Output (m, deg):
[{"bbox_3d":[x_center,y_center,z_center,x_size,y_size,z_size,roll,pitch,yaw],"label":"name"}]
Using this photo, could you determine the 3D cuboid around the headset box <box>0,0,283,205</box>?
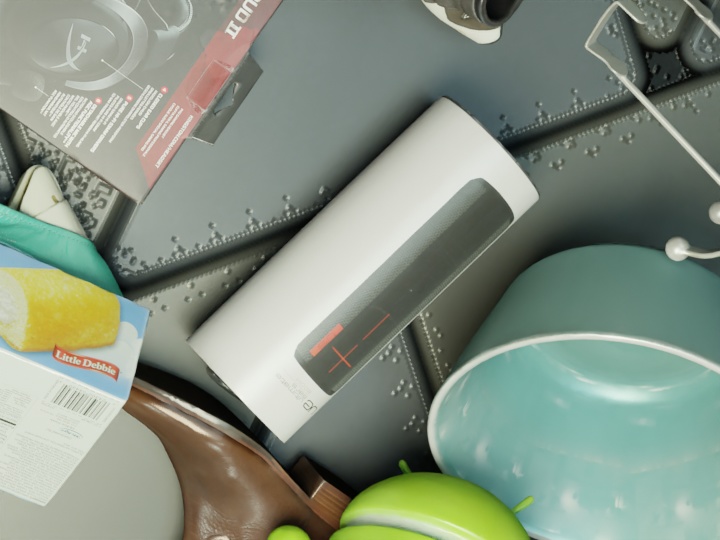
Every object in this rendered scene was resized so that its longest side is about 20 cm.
[{"bbox_3d":[-0.143,-0.141,1.328,0.200,0.077,0.149,34,90,-17],"label":"headset box"}]

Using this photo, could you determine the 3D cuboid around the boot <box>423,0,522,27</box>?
[{"bbox_3d":[0.056,-0.222,1.319,0.070,0.132,0.200,32,72,-59],"label":"boot"}]

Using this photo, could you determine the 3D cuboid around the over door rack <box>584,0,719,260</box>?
[{"bbox_3d":[0.203,-0.067,1.383,0.067,0.148,0.200,-33,90,34],"label":"over door rack"}]

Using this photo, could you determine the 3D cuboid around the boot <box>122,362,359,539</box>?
[{"bbox_3d":[-0.113,0.170,1.397,0.186,0.064,0.200,35,94,-18],"label":"boot"}]

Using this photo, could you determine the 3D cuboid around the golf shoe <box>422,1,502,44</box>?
[{"bbox_3d":[0.111,-0.207,1.384,0.200,0.078,0.095,-38,109,6],"label":"golf shoe"}]

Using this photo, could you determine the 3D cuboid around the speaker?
[{"bbox_3d":[0.000,0.000,1.385,0.200,0.081,0.081,-43,106,-4],"label":"speaker"}]

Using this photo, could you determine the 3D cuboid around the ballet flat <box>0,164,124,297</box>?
[{"bbox_3d":[-0.200,-0.033,1.341,0.200,0.067,0.070,25,79,-18],"label":"ballet flat"}]

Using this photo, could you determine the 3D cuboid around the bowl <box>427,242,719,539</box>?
[{"bbox_3d":[0.143,0.059,1.388,0.201,0.201,0.105,27,50,-16],"label":"bowl"}]

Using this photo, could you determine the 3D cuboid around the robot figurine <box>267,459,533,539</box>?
[{"bbox_3d":[0.024,0.195,1.347,0.175,0.116,0.200,17,62,12],"label":"robot figurine"}]

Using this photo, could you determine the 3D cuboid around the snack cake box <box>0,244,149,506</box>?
[{"bbox_3d":[-0.226,0.036,1.314,0.200,0.067,0.115,24,138,-16],"label":"snack cake box"}]
